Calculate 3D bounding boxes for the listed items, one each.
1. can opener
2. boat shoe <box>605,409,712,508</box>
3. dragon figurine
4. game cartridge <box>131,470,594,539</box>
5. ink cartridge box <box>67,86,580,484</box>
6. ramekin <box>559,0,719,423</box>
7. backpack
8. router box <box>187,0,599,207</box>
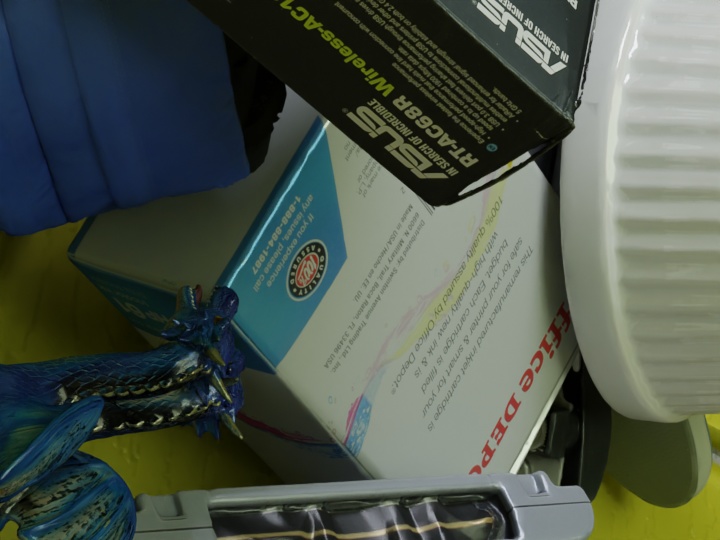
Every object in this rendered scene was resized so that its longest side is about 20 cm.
[{"bbox_3d":[0.083,0.004,1.021,0.066,0.053,0.201,-3,101,-53],"label":"can opener"},{"bbox_3d":[0.119,0.009,1.084,0.071,0.070,0.201,-31,97,-42],"label":"boat shoe"},{"bbox_3d":[-0.108,0.066,0.731,0.200,0.099,0.059,-52,141,-46],"label":"dragon figurine"},{"bbox_3d":[-0.026,0.122,0.853,0.199,0.133,0.041,0,59,-33],"label":"game cartridge"},{"bbox_3d":[0.000,0.000,0.900,0.145,0.084,0.200,-60,138,-20],"label":"ink cartridge box"},{"bbox_3d":[0.167,-0.036,0.971,0.200,0.105,0.201,-9,100,-63],"label":"ramekin"},{"bbox_3d":[-0.112,-0.112,0.782,0.163,0.167,0.201,73,-1,-61],"label":"backpack"},{"bbox_3d":[-0.013,-0.137,0.685,0.200,0.062,0.150,38,44,-26],"label":"router box"}]
